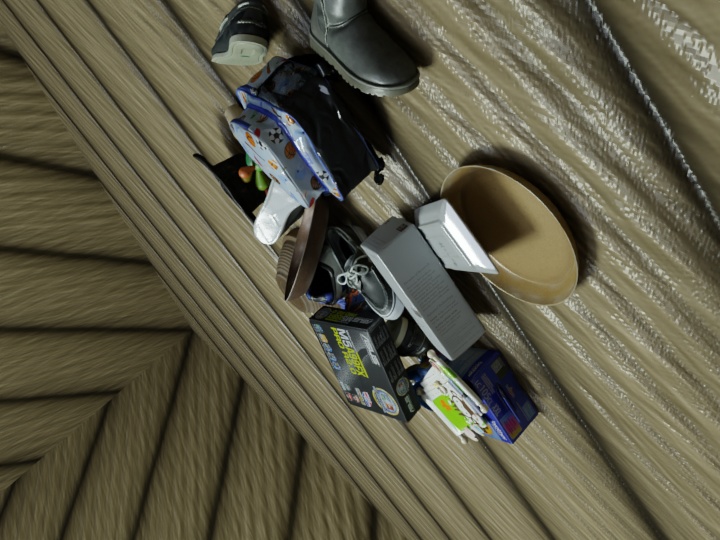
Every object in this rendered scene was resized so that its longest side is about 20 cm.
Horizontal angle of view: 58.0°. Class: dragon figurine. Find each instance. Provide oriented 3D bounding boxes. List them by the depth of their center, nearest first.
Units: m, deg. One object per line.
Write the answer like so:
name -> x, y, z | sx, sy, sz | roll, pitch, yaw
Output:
dragon figurine -> 0.119, 0.227, 1.221 | 0.200, 0.100, 0.059 | 47, 159, -16

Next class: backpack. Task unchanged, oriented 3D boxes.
backpack -> -0.084, -0.192, 0.879 | 0.191, 0.153, 0.201 | 48, 170, 48

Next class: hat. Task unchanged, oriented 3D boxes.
hat -> -0.233, -0.177, 1.271 | 0.201, 0.081, 0.201 | 48, 178, 2

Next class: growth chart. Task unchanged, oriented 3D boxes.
growth chart -> 0.151, 0.214, 1.061 | 0.145, 0.018, 0.201 | 44, 158, 18

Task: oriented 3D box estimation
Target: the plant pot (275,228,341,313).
plant pot -> -0.114, 0.020, 1.363 | 0.200, 0.092, 0.202 | 42, 158, 21

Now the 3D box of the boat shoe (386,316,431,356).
boat shoe -> 0.075, 0.129, 1.188 | 0.066, 0.073, 0.200 | 18, 169, -8

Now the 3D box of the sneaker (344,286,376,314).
sneaker -> 0.052, 0.035, 1.101 | 0.199, 0.077, 0.077 | -17, 72, 54

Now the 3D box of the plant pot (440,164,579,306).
plant pot -> 0.177, -0.045, 0.768 | 0.199, 0.027, 0.201 | 40, 156, 22

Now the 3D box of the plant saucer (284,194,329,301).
plant saucer -> -0.091, -0.040, 1.131 | 0.034, 0.204, 0.200 | 16, 162, -10

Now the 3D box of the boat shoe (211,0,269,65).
boat shoe -> -0.174, -0.339, 0.946 | 0.199, 0.070, 0.069 | -167, 77, -67

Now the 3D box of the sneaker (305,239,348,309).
sneaker -> -0.052, 0.030, 1.200 | 0.079, 0.116, 0.201 | 12, 143, 25

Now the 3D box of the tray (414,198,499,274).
tray -> 0.112, -0.036, 0.836 | 0.108, 0.022, 0.200 | 52, 177, -4

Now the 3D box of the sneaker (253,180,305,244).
sneaker -> -0.113, -0.141, 1.116 | 0.070, 0.100, 0.201 | 35, 124, -4

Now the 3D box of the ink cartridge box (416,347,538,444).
ink cartridge box -> 0.198, 0.200, 1.070 | 0.137, 0.076, 0.199 | 55, 157, -14

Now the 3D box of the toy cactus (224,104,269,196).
toy cactus -> -0.191, -0.216, 1.145 | 0.166, 0.101, 0.200 | 54, 169, 16

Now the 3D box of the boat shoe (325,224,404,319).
boat shoe -> 0.001, -0.002, 1.048 | 0.074, 0.067, 0.201 | -52, 50, 33

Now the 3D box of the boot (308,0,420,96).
boot -> -0.008, -0.300, 0.672 | 0.181, 0.072, 0.202 | 37, 149, 25

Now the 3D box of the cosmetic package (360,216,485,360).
cosmetic package -> 0.090, 0.024, 0.949 | 0.201, 0.074, 0.102 | 52, 176, -16

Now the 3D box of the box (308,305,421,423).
box -> 0.007, 0.162, 1.143 | 0.159, 0.044, 0.203 | 7, 128, 48
